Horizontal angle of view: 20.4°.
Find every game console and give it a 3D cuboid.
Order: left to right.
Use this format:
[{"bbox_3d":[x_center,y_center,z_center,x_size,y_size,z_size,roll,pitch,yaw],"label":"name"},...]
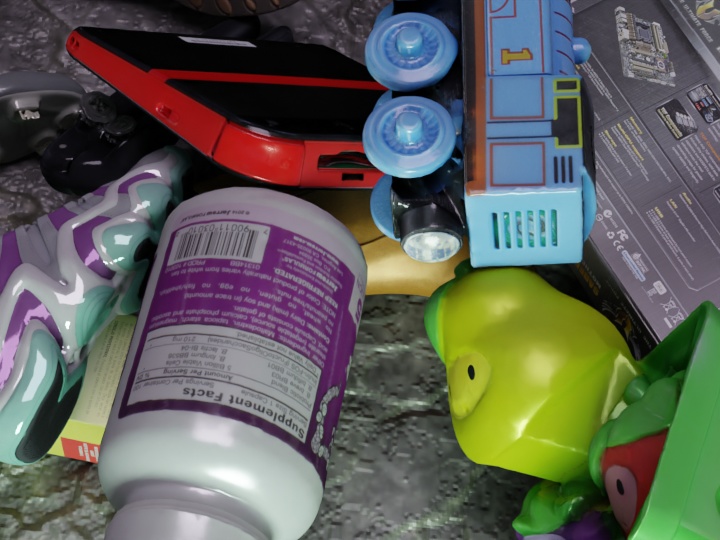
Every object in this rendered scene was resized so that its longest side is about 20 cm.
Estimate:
[{"bbox_3d":[-0.038,-0.089,1.098,0.199,0.031,0.176,-1,24,-45],"label":"game console"}]

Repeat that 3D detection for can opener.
[{"bbox_3d":[-0.113,-0.097,1.175,0.063,0.079,0.200,26,50,17],"label":"can opener"}]

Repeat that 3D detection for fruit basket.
[{"bbox_3d":[0.107,0.092,0.980,0.214,0.216,0.156,19,58,9],"label":"fruit basket"}]

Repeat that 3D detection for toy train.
[{"bbox_3d":[0.060,-0.094,1.002,0.113,0.087,0.201,-1,59,4],"label":"toy train"}]

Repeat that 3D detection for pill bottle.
[{"bbox_3d":[-0.065,0.069,0.981,0.111,0.113,0.201,10,58,4],"label":"pill bottle"}]

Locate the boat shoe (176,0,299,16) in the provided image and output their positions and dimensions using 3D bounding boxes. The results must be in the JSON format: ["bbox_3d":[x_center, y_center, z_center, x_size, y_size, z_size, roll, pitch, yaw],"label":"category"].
[{"bbox_3d":[-0.113,-0.212,1.230,0.198,0.075,0.074,13,49,18],"label":"boat shoe"}]

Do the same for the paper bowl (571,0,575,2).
[{"bbox_3d":[0.120,-0.152,1.198,0.199,0.105,0.202,2,56,-3],"label":"paper bowl"}]

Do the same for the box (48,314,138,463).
[{"bbox_3d":[-0.145,0.062,1.077,0.198,0.050,0.076,11,58,3],"label":"box"}]

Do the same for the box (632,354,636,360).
[{"bbox_3d":[0.237,0.038,1.098,0.200,0.079,0.141,-37,63,-24],"label":"box"}]

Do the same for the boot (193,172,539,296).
[{"bbox_3d":[0.000,-0.001,1.111,0.143,0.071,0.201,-24,50,-24],"label":"boot"}]

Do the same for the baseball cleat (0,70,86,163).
[{"bbox_3d":[-0.262,-0.101,1.164,0.198,0.070,0.107,-14,59,-13],"label":"baseball cleat"}]

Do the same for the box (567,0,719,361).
[{"bbox_3d":[0.168,-0.061,1.065,0.158,0.048,0.201,-27,70,-15],"label":"box"}]

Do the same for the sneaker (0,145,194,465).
[{"bbox_3d":[-0.183,-0.009,1.044,0.139,0.078,0.201,25,57,12],"label":"sneaker"}]
